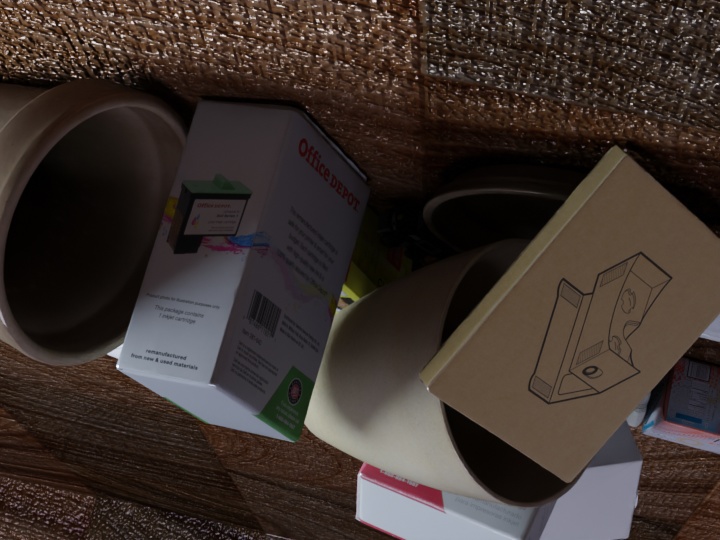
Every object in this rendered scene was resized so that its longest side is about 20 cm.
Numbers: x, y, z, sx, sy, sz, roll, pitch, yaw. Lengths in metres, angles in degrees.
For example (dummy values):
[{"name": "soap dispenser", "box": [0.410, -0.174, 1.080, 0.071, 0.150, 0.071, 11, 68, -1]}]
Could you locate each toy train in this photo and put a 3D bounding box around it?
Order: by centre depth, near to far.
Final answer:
[{"name": "toy train", "box": [0.092, -0.006, 1.428, 0.046, 0.034, 0.199, -16, 148, 41]}]

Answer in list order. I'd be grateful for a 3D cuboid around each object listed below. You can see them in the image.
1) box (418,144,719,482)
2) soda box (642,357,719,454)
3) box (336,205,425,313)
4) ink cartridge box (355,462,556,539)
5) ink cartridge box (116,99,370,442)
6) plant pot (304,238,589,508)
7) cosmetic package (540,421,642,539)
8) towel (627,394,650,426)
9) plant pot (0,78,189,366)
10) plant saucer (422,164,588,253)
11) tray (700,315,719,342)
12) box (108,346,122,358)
[{"name": "box", "box": [0.155, 0.035, 1.225, 0.163, 0.200, 0.021, 35, -171, -37]}, {"name": "soda box", "box": [0.357, 0.136, 1.637, 0.198, 0.064, 0.068, 16, 164, -5]}, {"name": "box", "box": [0.000, 0.000, 1.448, 0.050, 0.076, 0.200, 3, 160, 24]}, {"name": "ink cartridge box", "box": [0.101, 0.130, 1.477, 0.144, 0.201, 0.084, 20, 147, 14]}, {"name": "ink cartridge box", "box": [-0.077, 0.001, 1.281, 0.083, 0.202, 0.145, 9, 164, 25]}, {"name": "plant pot", "box": [0.048, 0.078, 1.350, 0.199, 0.189, 0.187, -5, 156, 45]}, {"name": "cosmetic package", "box": [0.133, 0.182, 1.572, 0.198, 0.085, 0.108, -6, 132, -12]}, {"name": "towel", "box": [0.165, 0.079, 1.612, 0.191, 0.035, 0.200, 18, 164, 9]}, {"name": "plant pot", "box": [-0.238, -0.056, 1.297, 0.174, 0.202, 0.200, 25, 173, 33]}, {"name": "plant saucer", "box": [0.143, -0.031, 1.305, 0.198, 0.030, 0.200, 12, 165, 3]}, {"name": "tray", "box": [0.291, 0.025, 1.389, 0.106, 0.022, 0.200, 15, 164, -1]}, {"name": "box", "box": [-0.116, 0.050, 1.639, 0.199, 0.114, 0.101, 24, 161, -30]}]
